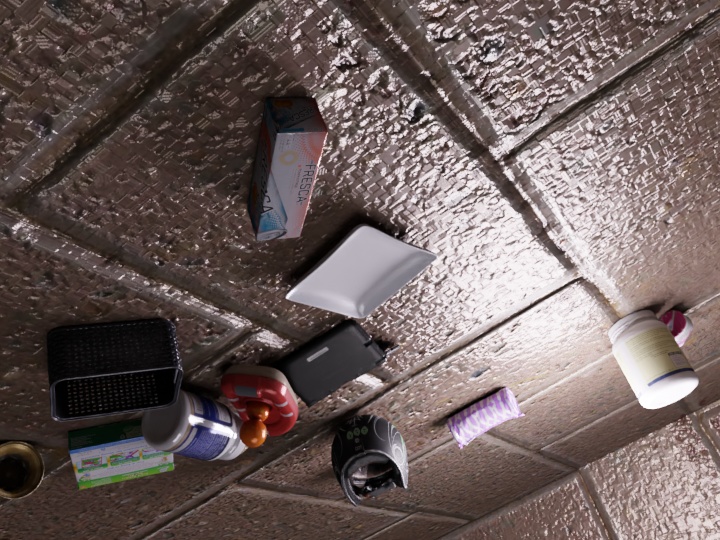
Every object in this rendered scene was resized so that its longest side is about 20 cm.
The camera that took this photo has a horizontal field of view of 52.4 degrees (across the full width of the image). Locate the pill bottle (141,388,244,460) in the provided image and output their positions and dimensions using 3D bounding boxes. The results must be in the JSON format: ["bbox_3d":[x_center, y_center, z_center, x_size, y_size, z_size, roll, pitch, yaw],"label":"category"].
[{"bbox_3d":[-0.313,0.302,1.411,0.115,0.117,0.200,-31,145,17],"label":"pill bottle"}]

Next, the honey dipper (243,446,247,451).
[{"bbox_3d":[-0.213,0.333,1.586,0.038,0.038,0.200,15,131,-43],"label":"honey dipper"}]

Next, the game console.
[{"bbox_3d":[-0.044,0.174,1.468,0.199,0.117,0.176,-33,115,18],"label":"game console"}]

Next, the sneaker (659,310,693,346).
[{"bbox_3d":[0.777,0.184,1.879,0.087,0.082,0.200,7,139,-34],"label":"sneaker"}]

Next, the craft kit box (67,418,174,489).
[{"bbox_3d":[-0.479,0.369,1.486,0.197,0.049,0.199,-7,142,-20],"label":"craft kit box"}]

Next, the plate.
[{"bbox_3d":[0.000,0.000,1.225,0.198,0.033,0.200,17,131,-45],"label":"plate"}]

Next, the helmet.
[{"bbox_3d":[0.021,0.441,1.732,0.197,0.191,0.203,-1,109,-3],"label":"helmet"}]

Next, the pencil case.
[{"bbox_3d":[0.322,0.385,1.915,0.199,0.086,0.084,-35,147,19],"label":"pencil case"}]

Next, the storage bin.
[{"bbox_3d":[-0.397,0.160,1.181,0.197,0.095,0.136,-4,144,-25],"label":"storage bin"}]

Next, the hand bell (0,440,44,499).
[{"bbox_3d":[-0.692,0.403,1.400,0.103,0.106,0.199,12,148,-40],"label":"hand bell"}]

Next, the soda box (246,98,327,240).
[{"bbox_3d":[-0.099,-0.128,0.955,0.067,0.064,0.201,-6,144,-21],"label":"soda box"}]

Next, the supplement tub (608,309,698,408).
[{"bbox_3d":[0.700,0.213,1.767,0.143,0.202,0.146,-14,147,-9],"label":"supplement tub"}]

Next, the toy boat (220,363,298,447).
[{"bbox_3d":[-0.195,0.272,1.395,0.128,0.132,0.201,4,149,12],"label":"toy boat"}]
